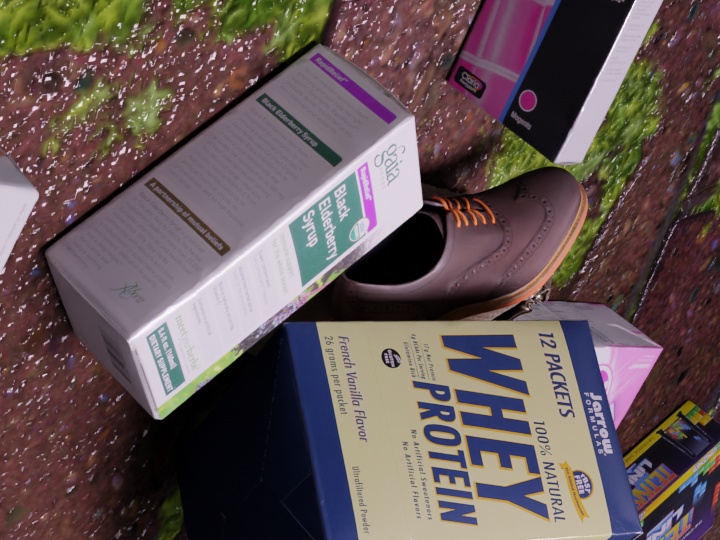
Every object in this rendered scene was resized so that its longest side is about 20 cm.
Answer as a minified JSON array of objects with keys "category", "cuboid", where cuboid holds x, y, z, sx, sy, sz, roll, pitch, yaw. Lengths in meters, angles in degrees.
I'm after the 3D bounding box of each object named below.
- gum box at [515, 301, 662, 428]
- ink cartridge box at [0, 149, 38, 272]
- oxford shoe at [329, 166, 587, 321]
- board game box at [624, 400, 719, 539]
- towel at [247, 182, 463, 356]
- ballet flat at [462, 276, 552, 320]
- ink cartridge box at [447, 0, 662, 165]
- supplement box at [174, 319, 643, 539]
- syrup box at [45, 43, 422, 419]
[{"category":"gum box","cuboid":[0.135,0.087,1.427,0.199,0.066,0.114,5,118,-55]},{"category":"ink cartridge box","cuboid":[-0.257,0.010,0.832,0.199,0.050,0.163,10,116,-48]},{"category":"oxford shoe","cuboid":[0.065,-0.016,1.149,0.199,0.071,0.073,-35,144,-27]},{"category":"board game box","cuboid":[0.256,0.240,1.779,0.199,0.057,0.166,-37,147,-23]},{"category":"towel","cuboid":[0.000,0.000,1.177,0.199,0.034,0.133,10,116,-58]},{"category":"ballet flat","cuboid":[0.067,0.053,1.283,0.200,0.046,0.067,-46,172,-29]},{"category":"ink cartridge box","cuboid":[0.131,-0.171,1.104,0.037,0.095,0.201,-3,126,-51]},{"category":"supplement box","cuboid":[0.021,0.131,1.118,0.198,0.136,0.200,0,153,-26]},{"category":"syrup box","cuboid":[-0.063,-0.023,1.015,0.199,0.081,0.079,-38,149,-19]}]
